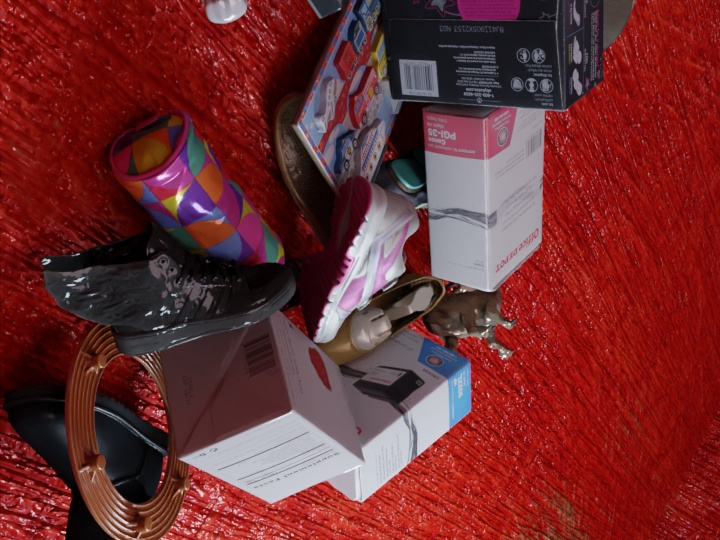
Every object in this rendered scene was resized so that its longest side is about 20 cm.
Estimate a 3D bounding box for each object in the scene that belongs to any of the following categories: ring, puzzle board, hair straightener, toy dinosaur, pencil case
[{"bbox_3d":[-0.196,0.138,0.758,0.200,0.019,0.204,-12,90,-76],"label":"ring"},{"bbox_3d":[0.001,-0.175,0.865,0.151,0.017,0.202,55,47,-49],"label":"puzzle board"},{"bbox_3d":[-0.036,0.021,0.967,0.198,0.041,0.078,-9,117,-47],"label":"hair straightener"},{"bbox_3d":[0.132,0.054,1.128,0.198,0.136,0.087,-12,138,-39],"label":"toy dinosaur"},{"bbox_3d":[-0.141,-0.054,0.770,0.089,0.088,0.201,-51,143,-15],"label":"pencil case"}]

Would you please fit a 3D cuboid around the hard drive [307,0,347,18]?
[{"bbox_3d":[-0.056,-0.322,0.670,0.200,0.033,0.141,51,41,-36],"label":"hard drive"}]

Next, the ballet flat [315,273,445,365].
[{"bbox_3d":[0.028,0.052,1.039,0.199,0.063,0.069,-33,106,-38],"label":"ballet flat"}]

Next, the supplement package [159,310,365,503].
[{"bbox_3d":[-0.092,0.135,0.849,0.118,0.123,0.200,-24,149,9],"label":"supplement package"}]

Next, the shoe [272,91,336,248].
[{"bbox_3d":[-0.047,-0.094,0.884,0.069,0.053,0.202,-30,125,-13],"label":"shoe"}]

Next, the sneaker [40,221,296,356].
[{"bbox_3d":[-0.155,0.006,0.718,0.197,0.060,0.105,-19,122,-13],"label":"sneaker"}]

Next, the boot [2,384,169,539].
[{"bbox_3d":[-0.236,0.205,0.742,0.200,0.075,0.170,49,33,-55],"label":"boot"}]

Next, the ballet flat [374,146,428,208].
[{"bbox_3d":[0.060,-0.101,0.992,0.199,0.072,0.074,-24,130,-60],"label":"ballet flat"}]

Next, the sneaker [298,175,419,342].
[{"bbox_3d":[0.000,0.000,0.868,0.087,0.082,0.201,7,132,-28],"label":"sneaker"}]

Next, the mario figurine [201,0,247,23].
[{"bbox_3d":[-0.095,-0.269,0.668,0.199,0.124,0.107,-24,154,-47],"label":"mario figurine"}]

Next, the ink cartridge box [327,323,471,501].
[{"bbox_3d":[0.017,0.159,1.024,0.199,0.144,0.085,-31,132,-35],"label":"ink cartridge box"}]

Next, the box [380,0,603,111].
[{"bbox_3d":[0.135,-0.243,0.865,0.114,0.198,0.134,-37,128,-44],"label":"box"}]

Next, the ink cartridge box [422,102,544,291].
[{"bbox_3d":[0.142,-0.100,0.961,0.146,0.082,0.203,-36,131,-45],"label":"ink cartridge box"}]

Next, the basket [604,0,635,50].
[{"bbox_3d":[0.210,-0.334,0.987,0.198,0.135,0.183,-16,116,-40],"label":"basket"}]
